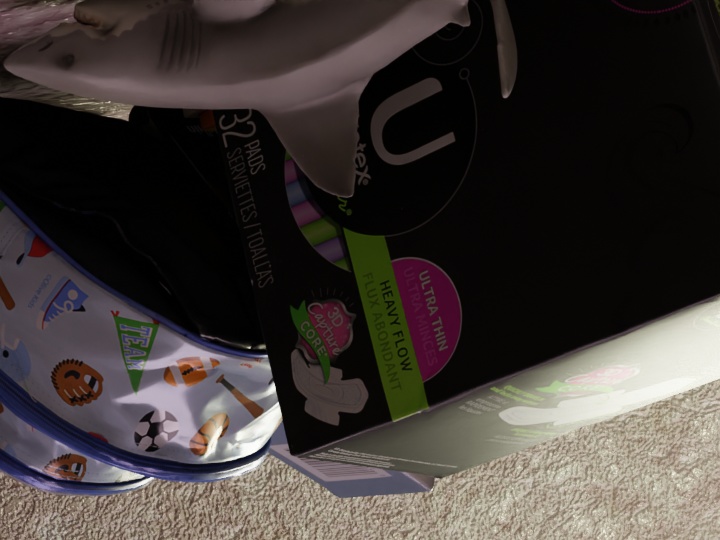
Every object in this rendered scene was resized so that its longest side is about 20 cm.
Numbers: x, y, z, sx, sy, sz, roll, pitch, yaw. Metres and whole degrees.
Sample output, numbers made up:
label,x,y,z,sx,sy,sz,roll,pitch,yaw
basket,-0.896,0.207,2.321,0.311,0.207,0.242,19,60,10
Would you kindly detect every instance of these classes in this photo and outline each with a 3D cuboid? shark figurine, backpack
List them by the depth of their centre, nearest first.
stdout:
label,x,y,z,sx,sy,sz,roll,pitch,yaw
shark figurine,-0.005,-0.070,0.689,0.214,0.090,0.128,-7,-177,43
backpack,-0.112,0.013,0.877,0.190,0.155,0.200,35,-158,29

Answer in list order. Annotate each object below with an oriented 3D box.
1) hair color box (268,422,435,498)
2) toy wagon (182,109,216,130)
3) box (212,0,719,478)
label,x,y,z,sx,sy,sz,roll,pitch,yaw
hair color box,0.000,0.000,0.995,0.060,0.201,0.099,-8,150,34
toy wagon,0.020,-0.096,0.866,0.199,0.040,0.155,-9,180,29
box,0.069,-0.023,0.769,0.199,0.149,0.124,-22,161,24
